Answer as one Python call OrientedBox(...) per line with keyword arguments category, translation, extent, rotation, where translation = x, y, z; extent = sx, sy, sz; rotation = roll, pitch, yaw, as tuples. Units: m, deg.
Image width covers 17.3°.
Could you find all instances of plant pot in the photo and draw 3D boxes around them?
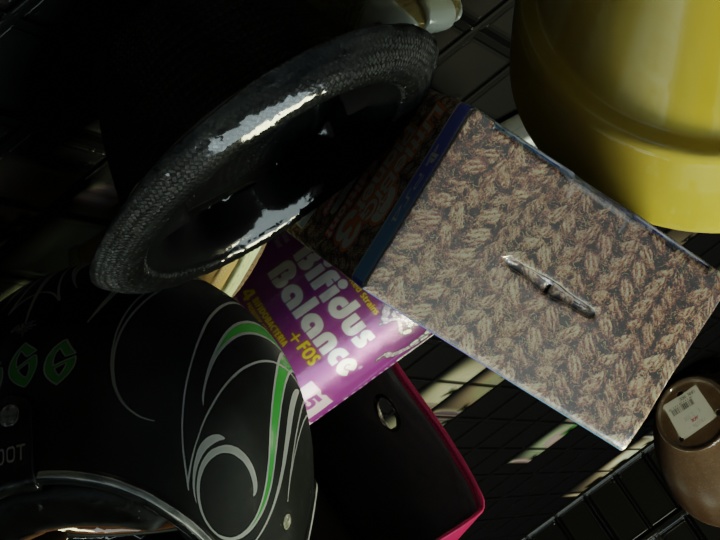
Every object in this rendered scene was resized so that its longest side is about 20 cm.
OrientedBox(category="plant pot", translation=(0.429, 0.200, 2.873), extent=(0.187, 0.187, 0.200), rotation=(-37, 151, 9))
OrientedBox(category="plant pot", translation=(0.177, -0.153, 1.165), extent=(0.200, 0.201, 0.189), rotation=(-29, 149, -19))

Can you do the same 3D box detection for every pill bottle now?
OrientedBox(category="pill bottle", translation=(0.000, 0.000, 1.379), extent=(0.200, 0.113, 0.112), rotation=(-37, 165, 7))

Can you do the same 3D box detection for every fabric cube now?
OrientedBox(category="fabric cube", translation=(-0.070, 0.157, 1.557), extent=(0.199, 0.197, 0.200), rotation=(-27, 163, -28))

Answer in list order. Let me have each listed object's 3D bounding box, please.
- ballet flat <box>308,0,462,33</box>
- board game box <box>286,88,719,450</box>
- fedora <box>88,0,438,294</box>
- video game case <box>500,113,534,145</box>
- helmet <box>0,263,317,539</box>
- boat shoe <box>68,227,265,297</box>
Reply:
OrientedBox(category="ballet flat", translation=(0.033, -0.148, 1.077), extent=(0.071, 0.071, 0.200), rotation=(-20, 160, -43))
OrientedBox(category="board game box", translation=(0.060, -0.014, 1.173), extent=(0.097, 0.159, 0.200), rotation=(-57, -160, 1))
OrientedBox(category="fedora", translation=(-0.060, -0.075, 1.051), extent=(0.200, 0.092, 0.201), rotation=(-32, 169, -7))
OrientedBox(category="video game case", translation=(0.094, -0.057, 1.580), extent=(0.199, 0.024, 0.182), rotation=(-28, 164, -22))
OrientedBox(category="helmet", translation=(-0.114, 0.091, 1.154), extent=(0.200, 0.200, 0.191), rotation=(-44, -158, 33))
OrientedBox(category="boat shoe", translation=(-0.116, 0.000, 1.230), extent=(0.076, 0.072, 0.200), rotation=(-1, 145, -37))
